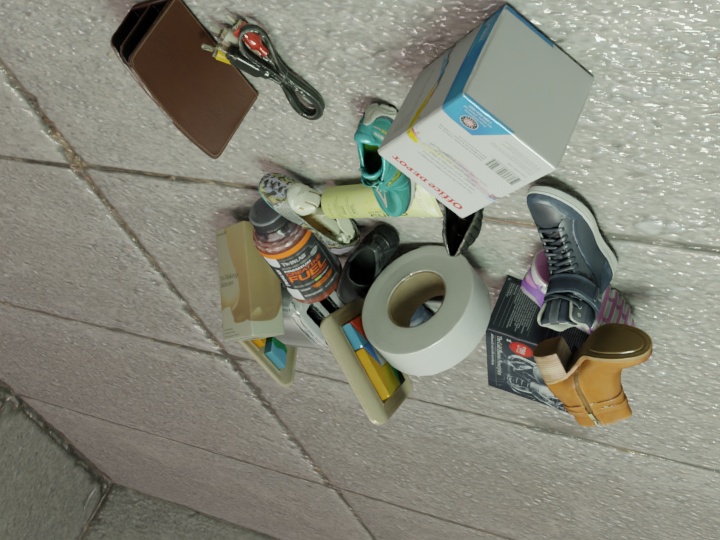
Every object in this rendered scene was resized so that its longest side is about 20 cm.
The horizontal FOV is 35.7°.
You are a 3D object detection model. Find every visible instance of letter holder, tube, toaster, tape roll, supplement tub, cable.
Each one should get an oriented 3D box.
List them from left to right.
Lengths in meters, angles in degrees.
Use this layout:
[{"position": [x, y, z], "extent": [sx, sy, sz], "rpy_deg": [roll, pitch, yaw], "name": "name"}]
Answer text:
[{"position": [-0.265, -0.265, 1.600], "extent": [0.100, 0.143, 0.200], "rpy_deg": [0, 142, 42], "name": "letter holder"}, {"position": [-0.120, -0.289, 1.564], "extent": [0.199, 0.051, 0.097], "rpy_deg": [27, 138, -26], "name": "cable"}, {"position": [-0.114, -0.040, 1.893], "extent": [0.106, 0.108, 0.200], "rpy_deg": [7, 147, 35], "name": "supplement tub"}, {"position": [-0.109, 0.074, 2.071], "extent": [0.128, 0.114, 0.200], "rpy_deg": [8, 148, 41], "name": "toaster"}, {"position": [0.030, -0.109, 1.708], "extent": [0.198, 0.053, 0.058], "rpy_deg": [-1, 170, 36], "name": "tube"}, {"position": [0.104, 0.062, 1.763], "extent": [0.201, 0.204, 0.071], "rpy_deg": [3, 149, 39], "name": "tape roll"}]

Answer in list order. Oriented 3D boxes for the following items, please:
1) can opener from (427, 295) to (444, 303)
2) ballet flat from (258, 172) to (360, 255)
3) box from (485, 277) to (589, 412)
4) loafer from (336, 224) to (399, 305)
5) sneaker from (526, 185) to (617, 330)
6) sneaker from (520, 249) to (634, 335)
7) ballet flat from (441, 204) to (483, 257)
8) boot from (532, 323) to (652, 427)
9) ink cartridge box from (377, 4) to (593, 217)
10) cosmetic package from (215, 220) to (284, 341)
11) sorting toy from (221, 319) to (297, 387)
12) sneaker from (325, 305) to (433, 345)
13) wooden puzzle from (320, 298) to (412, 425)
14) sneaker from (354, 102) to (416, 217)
[{"position": [0.112, 0.038, 1.880], "extent": [0.199, 0.054, 0.067], "rpy_deg": [5, 145, 39], "name": "can opener"}, {"position": [-0.073, -0.098, 1.800], "extent": [0.200, 0.073, 0.072], "rpy_deg": [37, 152, -29], "name": "ballet flat"}, {"position": [0.303, 0.127, 1.802], "extent": [0.180, 0.105, 0.201], "rpy_deg": [17, 151, 18], "name": "box"}, {"position": [0.000, 0.000, 1.853], "extent": [0.068, 0.070, 0.201], "rpy_deg": [41, 140, 7], "name": "loafer"}, {"position": [0.275, -0.007, 1.535], "extent": [0.077, 0.147, 0.202], "rpy_deg": [-3, 139, 48], "name": "sneaker"}, {"position": [0.320, 0.051, 1.678], "extent": [0.200, 0.081, 0.088], "rpy_deg": [38, 146, -7], "name": "sneaker"}, {"position": [0.147, -0.089, 1.621], "extent": [0.066, 0.057, 0.201], "rpy_deg": [17, 151, 18], "name": "ballet flat"}, {"position": [0.364, 0.160, 1.636], "extent": [0.199, 0.074, 0.155], "rpy_deg": [-9, 124, 46], "name": "boot"}, {"position": [0.148, -0.185, 1.353], "extent": [0.146, 0.147, 0.200], "rpy_deg": [35, 152, -16], "name": "ink cartridge box"}, {"position": [-0.196, 0.019, 1.969], "extent": [0.071, 0.202, 0.105], "rpy_deg": [-1, 171, -38], "name": "cosmetic package"}, {"position": [-0.180, 0.097, 2.127], "extent": [0.036, 0.186, 0.200], "rpy_deg": [-22, 131, 26], "name": "sorting toy"}, {"position": [0.048, 0.119, 2.004], "extent": [0.201, 0.077, 0.146], "rpy_deg": [-26, 128, 29], "name": "sneaker"}, {"position": [0.018, 0.138, 1.787], "extent": [0.037, 0.200, 0.186], "rpy_deg": [-29, 89, 19], "name": "wooden puzzle"}, {"position": [0.025, -0.146, 1.595], "extent": [0.077, 0.080, 0.201], "rpy_deg": [15, 146, 26], "name": "sneaker"}]
